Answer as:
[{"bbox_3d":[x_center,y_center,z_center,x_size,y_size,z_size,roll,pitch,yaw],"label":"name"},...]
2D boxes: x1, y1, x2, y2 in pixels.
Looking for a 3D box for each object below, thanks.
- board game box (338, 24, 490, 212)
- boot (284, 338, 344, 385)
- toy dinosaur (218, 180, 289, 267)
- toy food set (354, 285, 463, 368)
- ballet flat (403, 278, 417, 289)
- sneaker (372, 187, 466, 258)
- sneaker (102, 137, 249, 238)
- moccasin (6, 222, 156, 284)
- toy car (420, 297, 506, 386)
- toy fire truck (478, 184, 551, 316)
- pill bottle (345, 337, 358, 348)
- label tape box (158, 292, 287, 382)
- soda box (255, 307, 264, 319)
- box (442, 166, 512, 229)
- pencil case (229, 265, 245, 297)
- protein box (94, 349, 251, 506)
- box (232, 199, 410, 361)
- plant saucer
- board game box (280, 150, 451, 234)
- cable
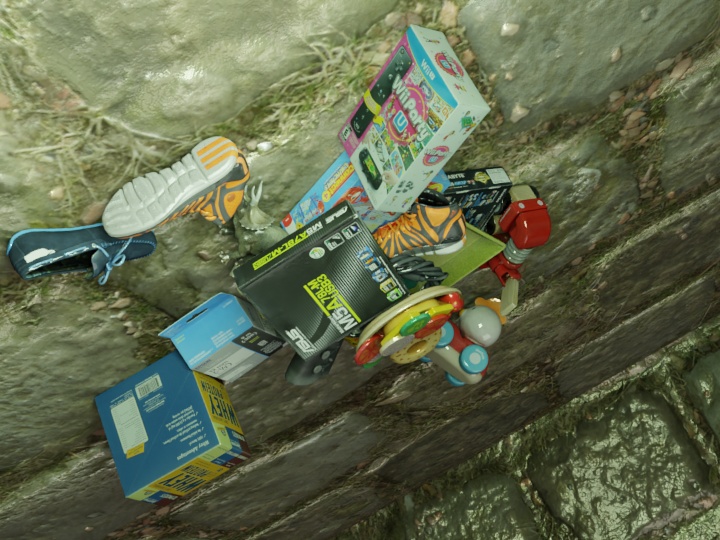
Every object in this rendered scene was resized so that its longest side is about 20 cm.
[{"bbox_3d":[0.064,-0.198,1.160,0.064,0.148,0.200,1,142,-40],"label":"board game box"},{"bbox_3d":[-0.085,0.112,1.472,0.164,0.066,0.201,-2,136,-40],"label":"boot"},{"bbox_3d":[-0.145,-0.042,1.295,0.102,0.077,0.200,-15,145,23],"label":"toy dinosaur"},{"bbox_3d":[0.077,0.093,1.374,0.197,0.049,0.200,-11,152,-43],"label":"toy food set"},{"bbox_3d":[0.000,0.000,1.405,0.198,0.064,0.067,-3,157,-21],"label":"ballet flat"},{"bbox_3d":[0.061,-0.073,1.349,0.198,0.078,0.113,-14,132,3],"label":"sneaker"},{"bbox_3d":[-0.230,-0.085,1.143,0.199,0.078,0.112,-28,153,0],"label":"sneaker"},{"bbox_3d":[-0.366,-0.015,1.165,0.199,0.068,0.081,-10,149,-32],"label":"moccasin"},{"bbox_3d":[0.239,0.133,1.951,0.200,0.176,0.184,-51,174,-18],"label":"toy car"},{"bbox_3d":[0.278,-0.031,1.594,0.128,0.201,0.176,-10,149,-33],"label":"toy fire truck"},{"bbox_3d":[-0.005,0.078,1.625,0.109,0.110,0.200,-31,153,6],"label":"pill bottle"},{"bbox_3d":[-0.236,0.120,1.533,0.143,0.066,0.200,-34,155,12],"label":"label tape box"},{"bbox_3d":[-0.075,-0.008,1.307,0.199,0.064,0.068,-35,169,10],"label":"soda box"},{"bbox_3d":[0.158,-0.096,1.540,0.158,0.046,0.200,-10,149,-31],"label":"box"},{"bbox_3d":[-0.129,0.030,1.462,0.078,0.089,0.200,-59,150,0],"label":"pencil case"},{"bbox_3d":[-0.338,0.283,1.572,0.198,0.201,0.135,-30,154,5],"label":"protein box"},{"bbox_3d":[-0.051,0.019,1.247,0.192,0.048,0.200,-33,135,3],"label":"box"},{"bbox_3d":[0.125,-0.028,1.512,0.199,0.048,0.199,-37,149,23],"label":"plant saucer"},{"bbox_3d":[0.010,-0.106,1.372,0.199,0.056,0.196,5,139,-47],"label":"board game box"},{"bbox_3d":[0.044,0.030,1.371,0.199,0.051,0.164,-21,141,-3],"label":"cable"}]
